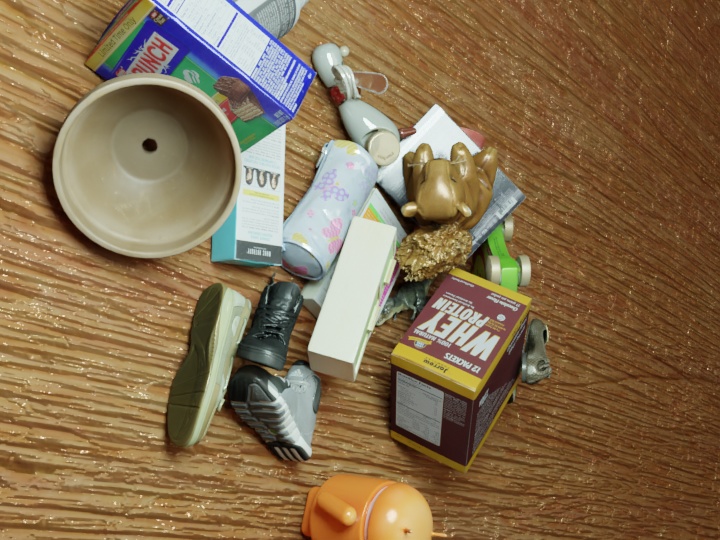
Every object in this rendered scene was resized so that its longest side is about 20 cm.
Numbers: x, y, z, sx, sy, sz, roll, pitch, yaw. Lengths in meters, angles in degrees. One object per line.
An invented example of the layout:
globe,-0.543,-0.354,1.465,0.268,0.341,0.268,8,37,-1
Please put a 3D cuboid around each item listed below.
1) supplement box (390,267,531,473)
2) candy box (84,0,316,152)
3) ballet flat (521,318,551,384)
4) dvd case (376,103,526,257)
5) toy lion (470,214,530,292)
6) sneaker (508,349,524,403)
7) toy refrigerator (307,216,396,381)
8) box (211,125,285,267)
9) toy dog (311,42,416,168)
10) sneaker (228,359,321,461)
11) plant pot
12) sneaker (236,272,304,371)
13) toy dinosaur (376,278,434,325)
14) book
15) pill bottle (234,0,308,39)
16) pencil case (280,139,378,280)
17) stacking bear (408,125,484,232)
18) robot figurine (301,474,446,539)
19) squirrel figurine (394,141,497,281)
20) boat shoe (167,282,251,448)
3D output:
supplement box,0.148,0.147,1.370,0.198,0.132,0.201,-50,152,-37
candy box,-0.179,-0.226,1.018,0.199,0.168,0.078,37,58,-24
ballet flat,0.287,0.130,1.469,0.200,0.046,0.068,-48,137,-69
dvd case,0.132,-0.130,1.396,0.200,0.016,0.149,45,91,-5
toy lion,0.214,0.019,1.487,0.201,0.068,0.194,-98,-171,-56
sneaker,0.249,0.152,1.536,0.089,0.076,0.201,-49,159,-29
toy refrigerator,-0.006,0.038,1.220,0.076,0.069,0.202,88,18,-64
box,-0.142,-0.108,1.174,0.082,0.049,0.203,8,81,-48
toy dog,0.015,-0.239,1.321,0.096,0.132,0.202,-30,123,-14
sneaker,-0.103,0.151,1.182,0.201,0.074,0.116,69,32,-47
plant pot,-0.233,-0.123,1.007,0.198,0.093,0.203,-6,117,-12
sneaker,-0.107,0.059,1.129,0.059,0.200,0.105,19,89,-5
toy dinosaur,0.092,0.047,1.443,0.200,0.047,0.089,-43,112,-46
book,0.000,0.000,1.338,0.134,0.048,0.201,50,54,-36
pill bottle,-0.143,-0.327,1.142,0.200,0.110,0.111,-50,123,-39
pencil case,-0.047,-0.085,1.259,0.091,0.082,0.201,49,54,-36
stacking bear,0.132,-0.118,1.457,0.121,0.113,0.203,17,79,-47
robot figurine,0.011,0.333,1.208,0.117,0.198,0.145,-42,119,-42
squirrel figurine,0.118,-0.080,1.292,0.187,0.140,0.203,-55,149,-77
boat shoe,-0.177,0.118,1.104,0.063,0.073,0.203,31,57,-40
